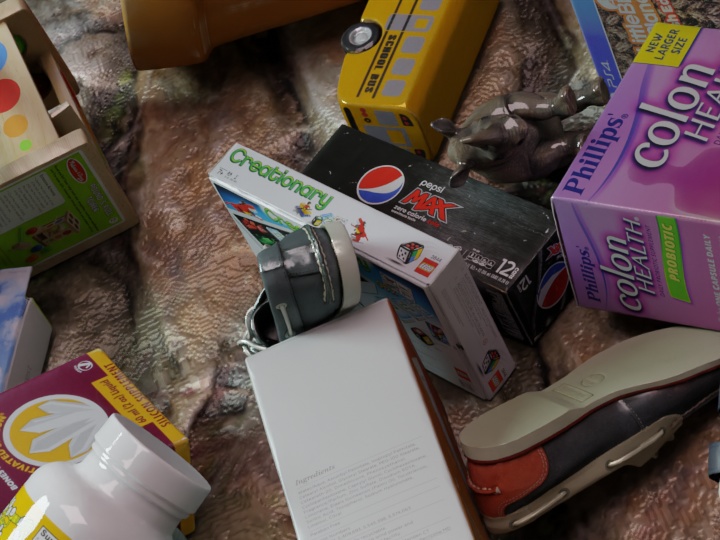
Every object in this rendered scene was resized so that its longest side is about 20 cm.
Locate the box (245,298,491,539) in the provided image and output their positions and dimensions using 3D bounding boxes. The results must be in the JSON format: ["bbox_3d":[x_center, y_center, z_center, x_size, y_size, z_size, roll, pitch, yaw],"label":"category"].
[{"bbox_3d":[0.016,0.139,1.311,0.097,0.124,0.200,-23,48,4],"label":"box"}]

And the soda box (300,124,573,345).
[{"bbox_3d":[0.049,-0.026,1.473,0.200,0.063,0.071,25,66,36],"label":"soda box"}]

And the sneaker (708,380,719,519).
[{"bbox_3d":[0.229,0.096,1.252,0.079,0.078,0.200,-21,70,9],"label":"sneaker"}]

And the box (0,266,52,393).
[{"bbox_3d":[-0.288,0.095,1.531,0.122,0.048,0.200,-5,52,19],"label":"box"}]

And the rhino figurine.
[{"bbox_3d":[0.102,-0.086,1.437,0.087,0.200,0.060,-12,92,24],"label":"rhino figurine"}]

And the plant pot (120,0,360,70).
[{"bbox_3d":[-0.086,-0.256,1.650,0.183,0.200,0.201,-5,49,-1],"label":"plant pot"}]

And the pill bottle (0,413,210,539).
[{"bbox_3d":[-0.175,0.183,1.288,0.200,0.104,0.104,-52,50,0],"label":"pill bottle"}]

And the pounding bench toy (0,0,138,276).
[{"bbox_3d":[-0.265,-0.110,1.563,0.124,0.200,0.156,-27,62,0],"label":"pounding bench toy"}]

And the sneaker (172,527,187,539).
[{"bbox_3d":[-0.141,0.241,1.334,0.080,0.070,0.201,-9,51,21],"label":"sneaker"}]

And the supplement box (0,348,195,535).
[{"bbox_3d":[-0.216,0.145,1.388,0.200,0.086,0.110,-25,45,-27],"label":"supplement box"}]

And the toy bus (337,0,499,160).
[{"bbox_3d":[0.044,-0.174,1.595,0.078,0.065,0.200,6,55,27],"label":"toy bus"}]

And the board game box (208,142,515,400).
[{"bbox_3d":[0.000,0.000,1.430,0.200,0.126,0.035,27,68,37],"label":"board game box"}]

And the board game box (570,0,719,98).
[{"bbox_3d":[0.248,-0.186,1.451,0.200,0.160,0.097,8,57,30],"label":"board game box"}]

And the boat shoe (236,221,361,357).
[{"bbox_3d":[-0.049,0.024,1.390,0.062,0.200,0.073,-14,74,-17],"label":"boat shoe"}]

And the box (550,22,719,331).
[{"bbox_3d":[0.247,-0.055,1.369,0.200,0.097,0.176,9,48,30],"label":"box"}]

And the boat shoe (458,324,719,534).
[{"bbox_3d":[0.151,0.091,1.330,0.200,0.063,0.071,-24,20,-21],"label":"boat shoe"}]
